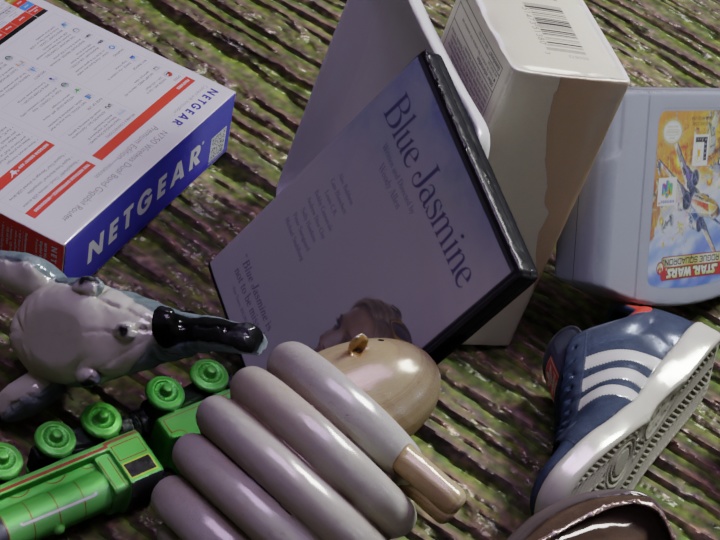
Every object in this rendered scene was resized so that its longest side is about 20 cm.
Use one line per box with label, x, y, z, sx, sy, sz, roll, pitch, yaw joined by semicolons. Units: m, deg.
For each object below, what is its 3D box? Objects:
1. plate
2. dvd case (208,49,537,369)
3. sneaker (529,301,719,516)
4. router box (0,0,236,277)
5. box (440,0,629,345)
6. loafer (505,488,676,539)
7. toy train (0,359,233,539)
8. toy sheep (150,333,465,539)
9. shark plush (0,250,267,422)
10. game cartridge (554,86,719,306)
plate;0.015;-0.058;1.109;0.032;0.201;0.200;5;39;-25
dvd case;0.000;0.000;1.020;0.017;0.200;0.144;9;49;-44
sneaker;0.129;0.079;1.083;0.084;0.076;0.200;26;34;22
router box;-0.204;-0.084;1.193;0.178;0.049;0.200;26;41;15
box;0.074;-0.059;1.118;0.077;0.201;0.095;3;41;-23
loafer;0.089;0.172;0.942;0.199;0.074;0.071;-28;11;-28
toy train;-0.138;0.103;1.002;0.199;0.042;0.057;-22;61;-35
toy sheep;-0.034;0.114;0.943;0.137;0.138;0.200;37;77;26
shark plush;-0.123;0.021;1.011;0.083;0.199;0.092;-3;80;-44
game cartridge;0.195;-0.046;1.181;0.041;0.135;0.199;5;8;44
